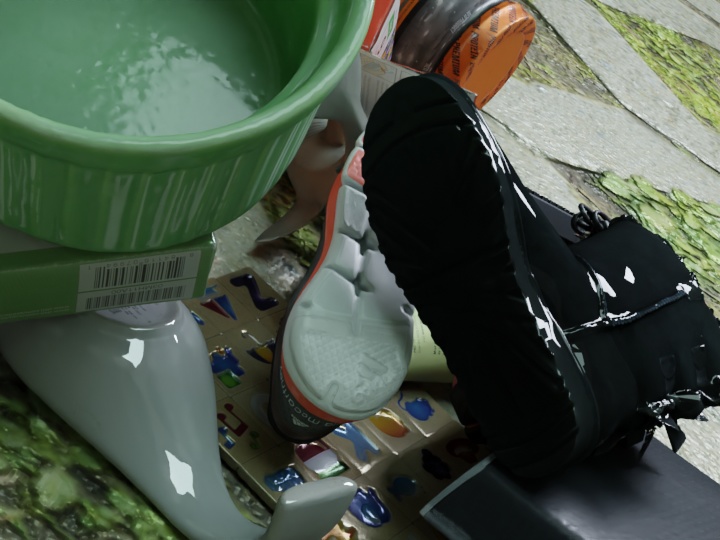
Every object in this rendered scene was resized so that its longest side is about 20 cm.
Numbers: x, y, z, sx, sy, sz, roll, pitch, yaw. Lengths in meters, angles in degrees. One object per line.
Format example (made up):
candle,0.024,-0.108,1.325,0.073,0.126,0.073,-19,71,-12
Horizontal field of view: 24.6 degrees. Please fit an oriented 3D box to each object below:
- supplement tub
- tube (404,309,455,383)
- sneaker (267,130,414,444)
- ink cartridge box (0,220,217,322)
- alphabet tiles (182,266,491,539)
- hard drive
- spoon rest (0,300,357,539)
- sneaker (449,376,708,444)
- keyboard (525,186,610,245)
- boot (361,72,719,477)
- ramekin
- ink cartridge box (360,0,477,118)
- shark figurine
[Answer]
supplement tub,0.020,-0.201,1.162,0.200,0.123,0.122,44,28,15
tube,0.060,0.034,0.908,0.199,0.052,0.058,10,17,-41
sneaker,0.000,0.000,0.804,0.077,0.082,0.201,35,51,-6
ink cartridge box,-0.154,-0.076,0.725,0.144,0.048,0.201,-7,61,-17
alphabet tiles,-0.015,0.074,0.811,0.200,0.006,0.166,43,28,15
hard drive,0.127,0.123,0.775,0.135,0.043,0.199,36,19,27
spoon rest,-0.084,0.060,0.711,0.099,0.061,0.200,-7,35,-42
sneaker,0.110,0.043,0.882,0.199,0.073,0.088,2,73,-49
keyboard,0.117,-0.025,0.928,0.126,0.021,0.199,23,1,39
boot,0.095,-0.001,0.775,0.162,0.073,0.200,-12,74,-52
ramekin,-0.099,-0.106,0.671,0.198,0.098,0.202,7,59,-11
ink cartridge box,-0.017,-0.146,1.008,0.198,0.051,0.109,23,-15,4
shark figurine,-0.024,-0.050,0.883,0.129,0.089,0.214,58,-7,0
